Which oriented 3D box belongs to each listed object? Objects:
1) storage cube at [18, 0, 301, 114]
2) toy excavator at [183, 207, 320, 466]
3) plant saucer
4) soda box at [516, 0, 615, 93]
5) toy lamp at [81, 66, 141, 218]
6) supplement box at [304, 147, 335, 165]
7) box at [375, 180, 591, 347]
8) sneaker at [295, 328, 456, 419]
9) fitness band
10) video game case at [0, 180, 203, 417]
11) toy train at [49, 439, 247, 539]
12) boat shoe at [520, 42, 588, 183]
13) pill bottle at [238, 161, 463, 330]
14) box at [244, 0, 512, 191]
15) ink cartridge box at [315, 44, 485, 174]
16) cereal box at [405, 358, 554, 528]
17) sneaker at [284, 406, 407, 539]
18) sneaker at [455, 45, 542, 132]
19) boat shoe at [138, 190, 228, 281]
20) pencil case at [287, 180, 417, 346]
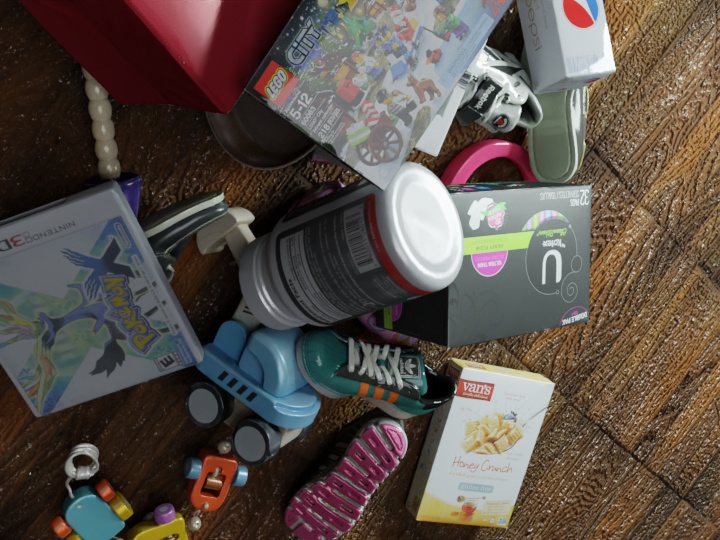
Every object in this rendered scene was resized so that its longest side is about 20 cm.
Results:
[{"bbox_3d":[-0.163,-0.257,0.755,0.180,0.170,0.201,48,65,-40],"label":"storage cube"},{"bbox_3d":[-0.107,0.062,0.942,0.202,0.193,0.100,-62,161,18],"label":"toy excavator"},{"bbox_3d":[-0.072,-0.193,0.855,0.032,0.199,0.203,2,107,-49],"label":"plant saucer"},{"bbox_3d":[0.205,-0.294,0.967,0.063,0.068,0.203,-9,88,-20],"label":"soda box"},{"bbox_3d":[-0.240,-0.138,0.864,0.057,0.058,0.203,-9,108,-21],"label":"toy lamp"},{"bbox_3d":[-0.013,-0.210,0.909,0.085,0.110,0.203,4,105,-25],"label":"supplement box"},{"bbox_3d":[0.127,-0.014,0.956,0.198,0.124,0.151,-7,100,-35],"label":"box"},{"bbox_3d":[0.022,0.101,0.965,0.199,0.079,0.072,26,53,-42],"label":"sneaker"},{"bbox_3d":[0.141,-0.052,1.069,0.142,0.037,0.202,22,95,-25],"label":"fitness band"},{"bbox_3d":[-0.267,0.033,0.862,0.180,0.022,0.202,-19,121,5],"label":"video game case"},{"bbox_3d":[-0.229,0.236,0.986,0.198,0.056,0.152,13,99,-29],"label":"toy train"},{"bbox_3d":[0.221,-0.199,1.045,0.060,0.071,0.204,-9,102,-67],"label":"boat shoe"},{"bbox_3d":[-0.014,-0.015,0.851,0.115,0.199,0.117,23,58,-43],"label":"pill bottle"},{"bbox_3d":[0.018,-0.185,0.726,0.136,0.038,0.201,33,94,-12],"label":"box"},{"bbox_3d":[0.041,-0.176,0.816,0.067,0.116,0.202,21,98,-27],"label":"ink cartridge box"},{"bbox_3d":[0.149,0.217,1.150,0.142,0.039,0.203,11,101,-26],"label":"cereal box"},{"bbox_3d":[-0.012,0.230,1.067,0.073,0.088,0.201,37,111,-3],"label":"sneaker"},{"bbox_3d":[0.124,-0.186,0.947,0.198,0.089,0.074,-3,144,-45],"label":"sneaker"},{"bbox_3d":[-0.210,-0.011,0.904,0.199,0.072,0.068,-33,108,-1],"label":"boat shoe"},{"bbox_3d":[0.000,0.000,0.997,0.087,0.087,0.201,-42,118,-7],"label":"pencil case"}]
